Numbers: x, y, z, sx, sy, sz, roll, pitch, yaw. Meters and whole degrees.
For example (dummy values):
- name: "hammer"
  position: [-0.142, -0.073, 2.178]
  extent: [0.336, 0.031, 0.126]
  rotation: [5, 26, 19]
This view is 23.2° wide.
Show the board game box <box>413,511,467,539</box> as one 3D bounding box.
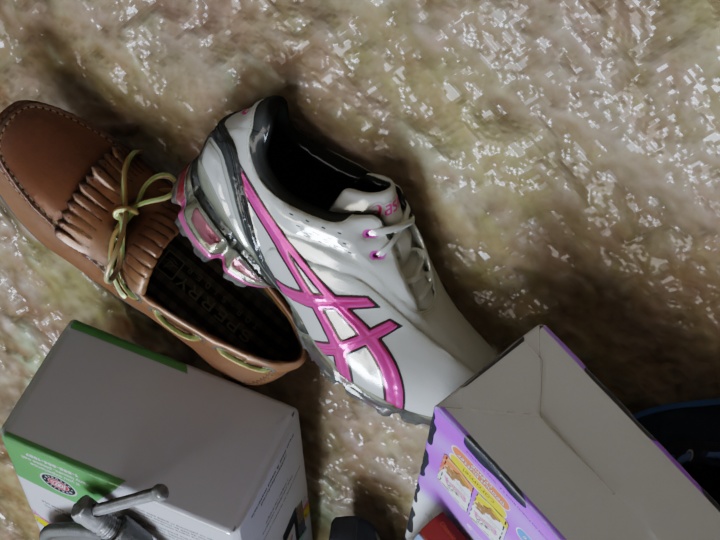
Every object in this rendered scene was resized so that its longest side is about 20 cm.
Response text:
- name: "board game box"
  position: [0.089, 0.214, 0.868]
  extent: [0.200, 0.019, 0.103]
  rotation: [50, 158, 11]

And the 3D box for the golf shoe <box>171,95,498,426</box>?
- name: "golf shoe"
  position: [0.000, 0.000, 0.866]
  extent: [0.200, 0.073, 0.092]
  rotation: [40, 135, -7]

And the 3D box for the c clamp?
- name: "c clamp"
  position: [-0.098, 0.185, 0.967]
  extent: [0.170, 0.027, 0.200]
  rotation: [-10, 134, 47]

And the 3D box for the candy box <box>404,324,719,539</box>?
- name: "candy box"
  position: [0.105, 0.146, 0.858]
  extent: [0.168, 0.071, 0.200]
  rotation: [47, 158, 19]

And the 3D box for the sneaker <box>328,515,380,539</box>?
- name: "sneaker"
  position: [0.041, 0.220, 1.055]
  extent: [0.081, 0.070, 0.201]
  rotation: [-11, 126, 17]

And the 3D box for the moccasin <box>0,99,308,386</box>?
- name: "moccasin"
  position: [-0.109, -0.013, 0.906]
  extent: [0.201, 0.074, 0.078]
  rotation: [47, 160, -13]

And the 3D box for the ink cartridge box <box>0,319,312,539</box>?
- name: "ink cartridge box"
  position: [-0.109, 0.134, 1.012]
  extent: [0.144, 0.084, 0.201]
  rotation: [20, 150, 14]

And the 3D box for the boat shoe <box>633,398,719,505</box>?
- name: "boat shoe"
  position: [0.171, 0.104, 0.857]
  extent: [0.084, 0.069, 0.199]
  rotation: [44, 139, -14]
